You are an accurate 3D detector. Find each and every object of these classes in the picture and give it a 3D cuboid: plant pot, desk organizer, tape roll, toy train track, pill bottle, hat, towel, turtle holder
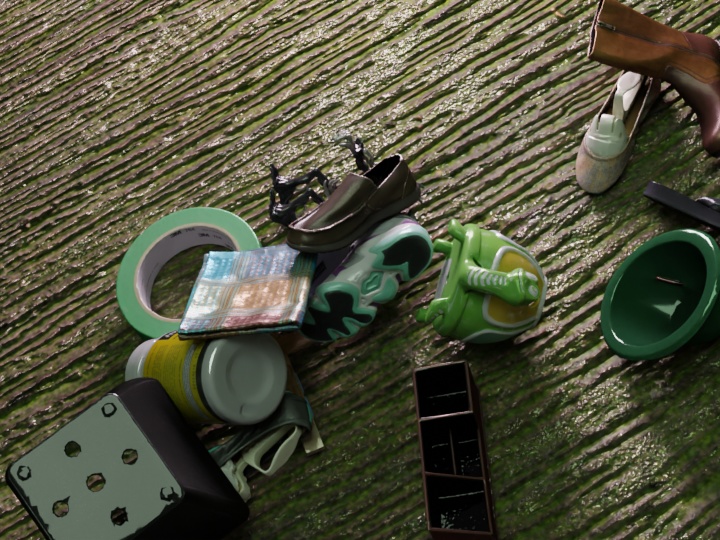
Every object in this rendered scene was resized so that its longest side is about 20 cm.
[{"bbox_3d":[-0.260,0.231,1.324,0.199,0.177,0.200,-36,76,-8],"label":"plant pot"},{"bbox_3d":[0.105,0.208,1.414,0.071,0.077,0.201,-10,58,9],"label":"desk organizer"},{"bbox_3d":[-0.218,0.013,1.637,0.199,0.048,0.201,-6,59,11],"label":"tape roll"},{"bbox_3d":[-0.089,0.138,1.540,0.114,0.033,0.201,-21,62,-7],"label":"toy train track"},{"bbox_3d":[-0.188,0.124,1.481,0.200,0.114,0.115,-7,52,49],"label":"pill bottle"},{"bbox_3d":[0.410,0.059,1.458,0.200,0.176,0.166,-20,49,50],"label":"hat"},{"bbox_3d":[-0.127,0.020,1.462,0.146,0.022,0.200,-6,26,7],"label":"towel"},{"bbox_3d":[0.151,0.012,1.462,0.131,0.186,0.141,16,56,-5],"label":"turtle holder"}]

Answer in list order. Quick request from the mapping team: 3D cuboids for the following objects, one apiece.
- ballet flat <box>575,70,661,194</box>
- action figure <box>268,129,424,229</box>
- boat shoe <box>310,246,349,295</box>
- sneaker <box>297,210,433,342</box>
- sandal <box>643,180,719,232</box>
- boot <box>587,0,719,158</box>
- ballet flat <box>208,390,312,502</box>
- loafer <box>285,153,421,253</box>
[{"bbox_3d":[0.325,-0.192,1.600,0.068,0.067,0.201,17,66,24],"label":"ballet flat"},{"bbox_3d":[-0.022,-0.111,1.626,0.199,0.102,0.119,-7,45,13],"label":"action figure"},{"bbox_3d":[-0.092,0.011,1.575,0.065,0.074,0.200,8,33,36],"label":"boat shoe"},{"bbox_3d":[0.000,0.000,1.564,0.200,0.078,0.140,-35,23,8],"label":"sneaker"},{"bbox_3d":[0.430,-0.069,1.488,0.200,0.076,0.043,30,96,28],"label":"sandal"},{"bbox_3d":[0.378,-0.243,1.558,0.199,0.068,0.189,19,61,-13],"label":"boot"},{"bbox_3d":[-0.137,0.222,1.460,0.200,0.068,0.068,-42,51,4],"label":"ballet flat"},{"bbox_3d":[-0.015,-0.085,1.524,0.200,0.071,0.073,-33,33,-33],"label":"loafer"}]
